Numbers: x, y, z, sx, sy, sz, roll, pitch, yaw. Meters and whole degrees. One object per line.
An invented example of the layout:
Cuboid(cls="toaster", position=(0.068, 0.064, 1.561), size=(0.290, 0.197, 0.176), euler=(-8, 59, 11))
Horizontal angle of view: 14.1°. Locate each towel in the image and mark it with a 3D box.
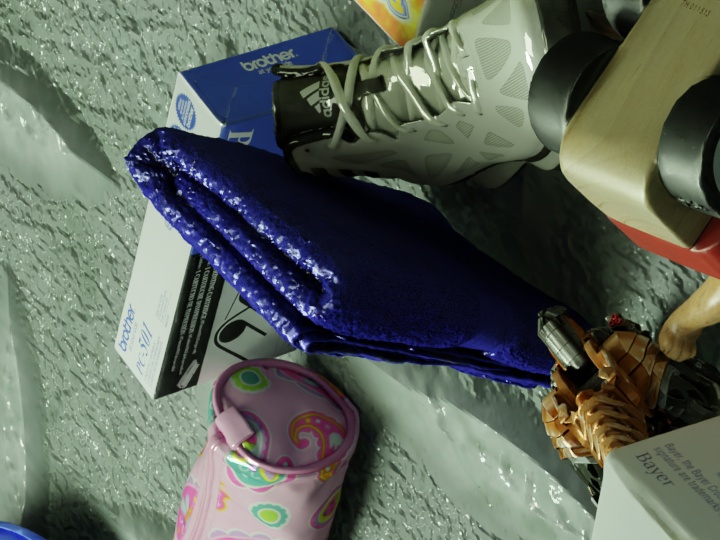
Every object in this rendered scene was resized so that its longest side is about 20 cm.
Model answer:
Cuboid(cls="towel", position=(0.000, 0.000, 1.296), size=(0.148, 0.200, 0.050), euler=(37, 104, 37))

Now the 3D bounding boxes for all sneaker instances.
Cuboid(cls="sneaker", position=(0.024, -0.070, 1.250), size=(0.200, 0.115, 0.076), euler=(135, 127, -73))

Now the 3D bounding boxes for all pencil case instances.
Cuboid(cls="pencil case", position=(-0.061, 0.138, 1.569), size=(0.087, 0.087, 0.200), euler=(52, 143, 28))

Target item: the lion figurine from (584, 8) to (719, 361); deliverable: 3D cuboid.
Cuboid(cls="lion figurine", position=(0.157, -0.041, 1.152), size=(0.122, 0.072, 0.200), euler=(-41, 68, 53))

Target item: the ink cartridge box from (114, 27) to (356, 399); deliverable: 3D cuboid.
Cuboid(cls="ink cartridge box", position=(-0.061, -0.026, 1.471), size=(0.044, 0.094, 0.200), euler=(51, 143, 30))

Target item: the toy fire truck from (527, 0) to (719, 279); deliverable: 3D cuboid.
Cuboid(cls="toy fire truck", position=(0.190, -0.054, 1.050), size=(0.129, 0.176, 0.200), euler=(24, 167, 49))

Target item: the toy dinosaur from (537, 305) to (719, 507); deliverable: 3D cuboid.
Cuboid(cls="toy dinosaur", position=(0.115, 0.072, 1.196), size=(0.136, 0.200, 0.102), euler=(47, 121, 3))

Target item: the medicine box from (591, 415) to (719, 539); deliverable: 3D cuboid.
Cuboid(cls="medicine box", position=(0.183, 0.140, 1.080), size=(0.103, 0.200, 0.183), euler=(47, 141, 43))

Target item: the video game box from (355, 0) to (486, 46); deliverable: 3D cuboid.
Cuboid(cls="video game box", position=(0.001, -0.227, 1.318), size=(0.200, 0.047, 0.183), euler=(48, 142, 33))

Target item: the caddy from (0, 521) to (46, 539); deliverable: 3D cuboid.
Cuboid(cls="caddy", position=(-0.218, 0.233, 1.844), size=(0.141, 0.105, 0.200), euler=(49, 148, -6))
